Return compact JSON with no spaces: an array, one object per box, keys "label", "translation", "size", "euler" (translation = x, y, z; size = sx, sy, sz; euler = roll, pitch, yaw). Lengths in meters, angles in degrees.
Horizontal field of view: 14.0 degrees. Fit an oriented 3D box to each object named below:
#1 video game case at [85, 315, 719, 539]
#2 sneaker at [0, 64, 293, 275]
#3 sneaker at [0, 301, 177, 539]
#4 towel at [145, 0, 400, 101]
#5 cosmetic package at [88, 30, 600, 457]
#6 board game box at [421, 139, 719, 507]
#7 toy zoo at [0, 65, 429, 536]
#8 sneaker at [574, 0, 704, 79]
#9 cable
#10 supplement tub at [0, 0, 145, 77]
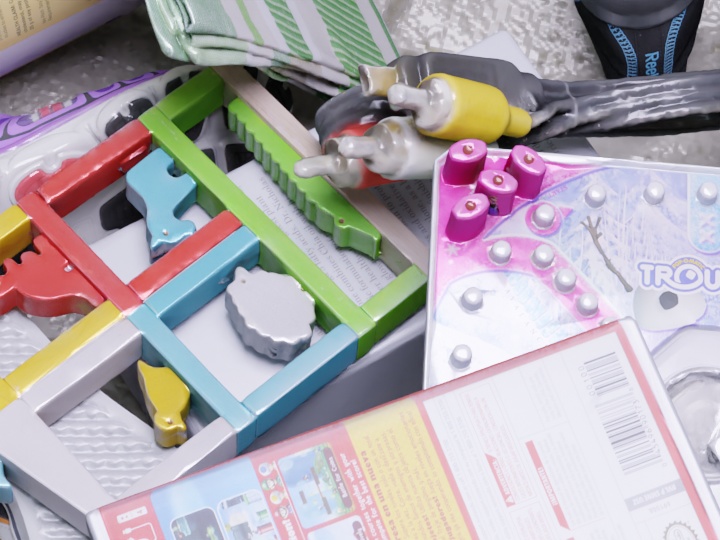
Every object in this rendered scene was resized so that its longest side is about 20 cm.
[{"label":"video game case","translation":[0.026,0.112,0.967],"size":[0.199,0.017,0.144],"euler":[-19,71,-10]},{"label":"sneaker","translation":[-0.121,-0.048,1.194],"size":[0.199,0.081,0.083],"euler":[-18,34,-22]},{"label":"sneaker","translation":[-0.107,0.092,1.117],"size":[0.078,0.080,0.200],"euler":[-32,65,-20]},{"label":"towel","translation":[-0.052,-0.136,1.175],"size":[0.023,0.200,0.153],"euler":[-31,73,21]},{"label":"cosmetic package","translation":[0.000,0.000,1.173],"size":[0.199,0.071,0.102],"euler":[-28,67,-15]},{"label":"board game box","translation":[0.121,0.053,1.021],"size":[0.199,0.026,0.201],"euler":[5,69,-3]},{"label":"toy zoo","translation":[-0.083,0.017,1.105],"size":[0.200,0.020,0.131],"euler":[-37,69,-22]},{"label":"sneaker","translation":[0.110,-0.156,1.262],"size":[0.073,0.082,0.201],"euler":[-3,44,7]},{"label":"cable","translation":[0.064,-0.050,1.126],"size":[0.199,0.097,0.051],"euler":[4,70,-34]},{"label":"supplement tub","translation":[-0.197,-0.134,1.194],"size":[0.199,0.146,0.146],"euler":[-28,67,-16]}]
